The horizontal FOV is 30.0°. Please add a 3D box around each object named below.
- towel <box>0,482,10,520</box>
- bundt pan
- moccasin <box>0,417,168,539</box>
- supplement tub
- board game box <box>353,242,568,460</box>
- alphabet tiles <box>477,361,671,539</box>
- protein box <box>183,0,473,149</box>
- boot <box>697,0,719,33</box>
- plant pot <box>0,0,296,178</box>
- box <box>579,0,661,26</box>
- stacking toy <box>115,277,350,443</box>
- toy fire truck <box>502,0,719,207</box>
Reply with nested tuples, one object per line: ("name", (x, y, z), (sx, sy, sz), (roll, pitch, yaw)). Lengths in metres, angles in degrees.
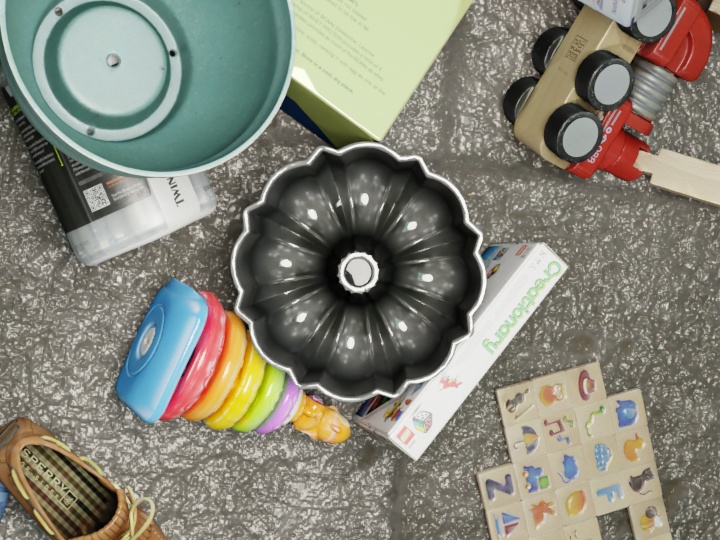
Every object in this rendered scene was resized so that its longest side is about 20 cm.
("towel", (-0.356, 0.230, 1.055), (0.111, 0.048, 0.201), (23, 84, -17))
("bundt pan", (0.000, 0.000, 1.071), (0.200, 0.076, 0.204), (0, 92, 2))
("moccasin", (-0.208, 0.194, 1.063), (0.074, 0.078, 0.202), (-43, 116, -21))
("supplement tub", (-0.203, -0.116, 1.051), (0.122, 0.122, 0.201), (-24, 97, -12))
("board game box", (0.079, 0.062, 1.119), (0.035, 0.126, 0.200), (40, 82, -10))
("alphabet tiles", (0.187, 0.191, 1.200), (0.166, 0.008, 0.202), (-14, 94, -13))
("protein box", (-0.023, -0.236, 1.087), (0.198, 0.135, 0.201), (35, 83, -11))
("boot", (0.291, -0.319, 1.199), (0.199, 0.074, 0.156), (25, 83, -21))
("plant pot", (-0.160, -0.155, 0.933), (0.199, 0.134, 0.202), (2, 84, -24))
("box", (0.202, -0.323, 1.091), (0.184, 0.105, 0.200), (-38, 59, -24))
("stacking toy", (-0.089, 0.095, 1.101), (0.199, 0.116, 0.110), (27, 87, -24))
("toy fire truck", (0.256, -0.146, 1.168), (0.199, 0.129, 0.177), (23, 103, -34))
